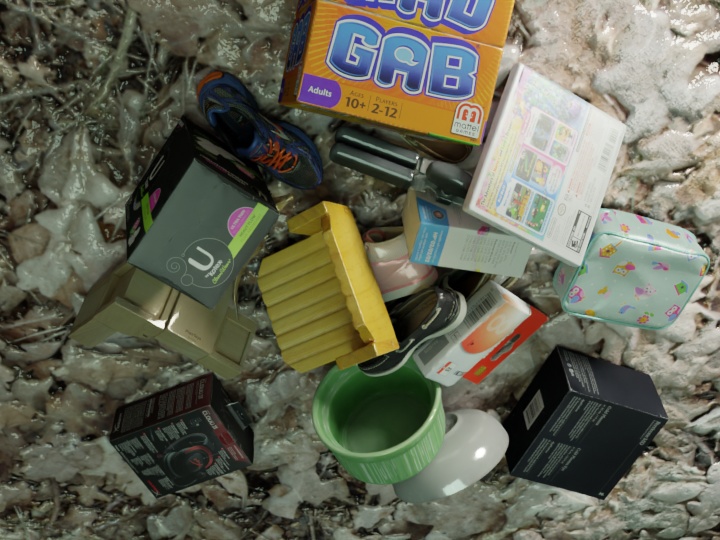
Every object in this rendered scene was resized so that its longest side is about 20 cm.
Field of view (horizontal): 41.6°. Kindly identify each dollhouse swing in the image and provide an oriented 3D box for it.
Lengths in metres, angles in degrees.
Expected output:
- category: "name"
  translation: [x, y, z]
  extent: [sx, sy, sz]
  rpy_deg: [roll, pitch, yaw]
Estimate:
- category: "dollhouse swing"
  translation: [-0.069, 0.039, 1.248]
  extent: [0.174, 0.182, 0.203]
  rpy_deg: [-21, 85, 14]

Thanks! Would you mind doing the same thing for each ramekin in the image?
- category: "ramekin"
  translation: [0.034, 0.219, 1.419]
  extent: [0.197, 0.202, 0.098]
  rpy_deg: [-16, 134, 7]

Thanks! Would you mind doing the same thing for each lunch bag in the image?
- category: "lunch bag"
  translation: [0.378, 0.004, 1.358]
  extent: [0.197, 0.078, 0.162]
  rpy_deg: [12, 126, -12]

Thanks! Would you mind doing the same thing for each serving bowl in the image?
- category: "serving bowl"
  translation: [0.128, 0.273, 1.474]
  extent: [0.198, 0.200, 0.066]
  rpy_deg: [-24, 103, 13]

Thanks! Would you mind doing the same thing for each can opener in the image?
- category: "can opener"
  translation: [0.059, -0.139, 1.223]
  extent: [0.197, 0.053, 0.067]
  rpy_deg: [18, 152, -1]

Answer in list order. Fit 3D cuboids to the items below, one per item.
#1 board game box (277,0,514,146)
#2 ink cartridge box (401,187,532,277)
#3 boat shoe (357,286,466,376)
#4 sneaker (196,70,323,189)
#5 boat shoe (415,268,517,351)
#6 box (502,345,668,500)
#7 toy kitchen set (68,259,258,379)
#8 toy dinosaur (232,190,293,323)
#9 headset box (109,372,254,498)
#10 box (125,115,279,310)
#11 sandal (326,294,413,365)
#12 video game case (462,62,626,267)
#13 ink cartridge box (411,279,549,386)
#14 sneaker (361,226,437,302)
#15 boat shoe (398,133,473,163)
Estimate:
- category: "board game box"
  translation: [0.034, -0.257, 1.026]
  extent: [0.197, 0.200, 0.203]
  rpy_deg: [11, 97, -12]
- category: "ink cartridge box"
  translation: [0.161, -0.056, 1.274]
  extent: [0.197, 0.116, 0.069]
  rpy_deg: [8, 126, -10]
- category: "boat shoe"
  translation: [0.057, 0.084, 1.323]
  extent: [0.060, 0.075, 0.199]
  rpy_deg: [21, 138, -41]
- category: "sneaker"
  translation: [-0.129, -0.161, 1.200]
  extent: [0.199, 0.079, 0.075]
  rpy_deg: [35, 118, -25]
- category: "boat shoe"
  translation: [0.133, 0.035, 1.357]
  extent: [0.200, 0.075, 0.068]
  rpy_deg: [-43, 140, 12]
- category: "box"
  translation: [0.351, 0.246, 1.514]
  extent: [0.180, 0.105, 0.201]
  rpy_deg: [18, 123, -15]
- category: "toy kitchen set"
  translation: [-0.264, 0.047, 1.340]
  extent: [0.199, 0.165, 0.180]
  rpy_deg: [33, 145, -24]
- category: "toy dinosaur"
  translation: [-0.150, -0.038, 1.271]
  extent: [0.057, 0.102, 0.202]
  rpy_deg: [20, 119, -13]
- category: "headset box"
  translation: [-0.269, 0.259, 1.495]
  extent: [0.197, 0.076, 0.150]
  rpy_deg: [-21, 125, 11]
- category: "box"
  translation: [-0.200, -0.075, 1.163]
  extent: [0.123, 0.200, 0.149]
  rpy_deg: [32, 101, -24]
- category: "sandal"
  translation: [0.005, 0.072, 1.395]
  extent: [0.199, 0.054, 0.080]
  rpy_deg: [-37, 145, 3]
- category: "video game case"
  translation: [0.237, -0.133, 1.208]
  extent: [0.180, 0.024, 0.203]
  rpy_deg: [24, 81, -20]
- category: "ink cartridge box"
  translation: [0.186, 0.110, 1.380]
  extent: [0.162, 0.050, 0.199]
  rpy_deg: [-45, 140, 15]
- category: "sneaker"
  translation: [0.000, 0.000, 1.334]
  extent: [0.198, 0.076, 0.106]
  rpy_deg: [-21, 114, 17]
- category: "boat shoe"
  translation: [0.066, -0.191, 1.194]
  extent: [0.201, 0.075, 0.075]
  rpy_deg: [34, 117, -25]
